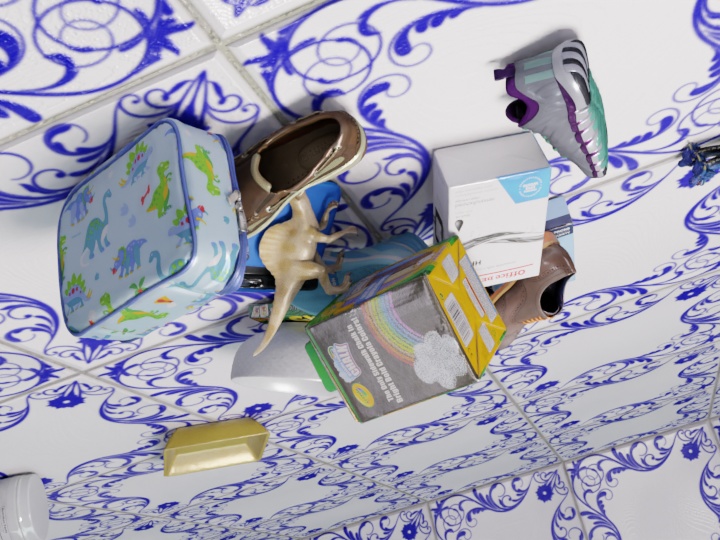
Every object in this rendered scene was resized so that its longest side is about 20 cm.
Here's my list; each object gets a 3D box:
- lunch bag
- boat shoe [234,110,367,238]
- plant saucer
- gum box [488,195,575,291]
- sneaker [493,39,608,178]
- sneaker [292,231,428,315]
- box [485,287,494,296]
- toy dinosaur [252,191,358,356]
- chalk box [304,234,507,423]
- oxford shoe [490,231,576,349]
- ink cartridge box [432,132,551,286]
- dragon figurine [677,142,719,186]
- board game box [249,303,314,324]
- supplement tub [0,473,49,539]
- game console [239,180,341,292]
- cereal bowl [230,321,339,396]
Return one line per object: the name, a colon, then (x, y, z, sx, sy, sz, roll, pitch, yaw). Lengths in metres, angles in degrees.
lunch bag: (-0.192, -0.035, 0.773, 0.199, 0.163, 0.082, -28, 155, 33)
boat shoe: (-0.091, -0.090, 0.794, 0.201, 0.075, 0.075, -34, 172, 9)
plant saucer: (-0.285, 0.338, 1.651, 0.198, 0.049, 0.200, -7, 155, -17)
gum box: (0.205, -0.016, 1.162, 0.168, 0.045, 0.200, -17, 156, 9)
sneaker: (0.196, -0.156, 0.854, 0.087, 0.075, 0.200, -5, 152, 23)
sneaker: (0.000, 0.000, 1.053, 0.198, 0.081, 0.130, 4, -159, 29)
box: (0.087, 0.049, 1.182, 0.198, 0.037, 0.143, -9, 157, 32)
toy dinosaur: (-0.062, -0.008, 0.912, 0.100, 0.202, 0.058, 8, -168, -19)
chalk box: (0.033, 0.070, 0.912, 0.199, 0.125, 0.124, -24, -170, 30)
oxford shoe: (0.213, 0.046, 1.096, 0.071, 0.073, 0.201, -16, 144, -30)
ink cartridge box: (0.144, -0.047, 0.961, 0.114, 0.067, 0.201, -12, 135, -6)
dragon figurine: (0.465, -0.158, 0.982, 0.098, 0.059, 0.200, 3, 152, -33)
board game box: (-0.041, 0.062, 1.148, 0.198, 0.024, 0.105, -5, 160, 30)
supplement tub: (-0.703, 0.465, 1.597, 0.198, 0.133, 0.132, -11, 156, -8)
game console: (-0.144, -0.038, 0.938, 0.198, 0.120, 0.170, 4, 176, -33)
cereal bowl: (-0.076, 0.121, 1.174, 0.197, 0.084, 0.200, 5, 165, 1)
